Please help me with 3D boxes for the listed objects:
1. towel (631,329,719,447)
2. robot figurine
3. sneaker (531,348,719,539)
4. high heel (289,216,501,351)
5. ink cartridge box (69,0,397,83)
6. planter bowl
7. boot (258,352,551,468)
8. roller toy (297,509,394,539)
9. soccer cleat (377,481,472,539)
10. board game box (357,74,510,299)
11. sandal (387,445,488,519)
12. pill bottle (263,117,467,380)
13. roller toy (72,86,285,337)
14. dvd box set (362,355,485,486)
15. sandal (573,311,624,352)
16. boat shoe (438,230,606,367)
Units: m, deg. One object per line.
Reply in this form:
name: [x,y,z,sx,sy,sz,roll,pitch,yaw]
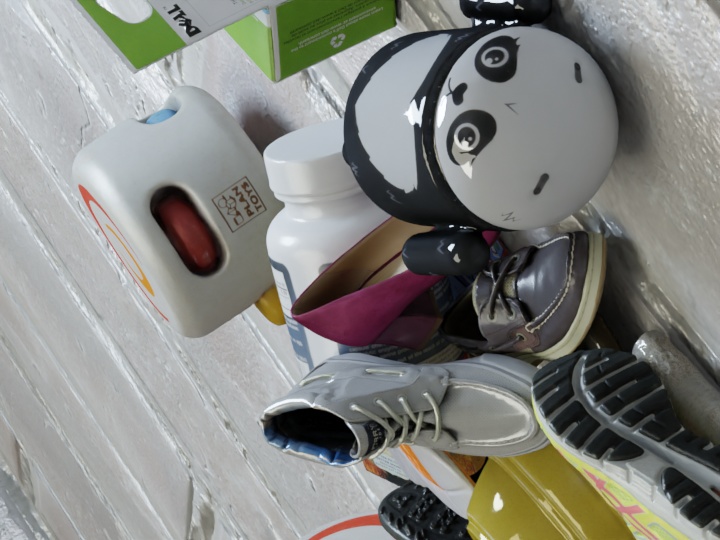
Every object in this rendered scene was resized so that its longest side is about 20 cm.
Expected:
towel: [0.221,0.142,1.515,0.133,0.034,0.200,45,154,37]
robot figurine: [0.066,-0.086,1.441,0.200,0.125,0.150,7,121,60]
sneaker: [0.173,0.126,1.452,0.200,0.078,0.090,44,155,38]
high heel: [0.032,-0.028,1.563,0.200,0.096,0.067,-66,28,26]
ink cartridge box: [-0.098,-0.191,1.612,0.148,0.200,0.076,49,157,34]
planter bowl: [0.131,0.185,1.641,0.200,0.083,0.200,51,176,5]
boot: [0.031,0.101,1.570,0.200,0.096,0.074,0,111,36]
roller toy: [0.013,0.306,2.034,0.182,0.200,0.140,21,137,54]
soccer cleat: [0.100,0.221,1.812,0.200,0.068,0.073,18,139,30]
board game box: [0.052,-0.043,1.712,0.200,0.019,0.103,56,161,16]
sandal: [0.059,0.126,1.781,0.079,0.059,0.207,54,172,-14]
pill bottle: [0.000,0.000,1.684,0.120,0.120,0.200,24,132,61]
roller toy: [-0.133,-0.050,1.970,0.200,0.140,0.182,50,169,31]
dvd box set: [0.038,0.099,1.862,0.146,0.029,0.200,22,141,40]
sandal: [0.144,0.092,1.605,0.082,0.055,0.200,58,162,15]
boat shoe: [0.103,0.021,1.558,0.200,0.065,0.072,136,146,-69]
